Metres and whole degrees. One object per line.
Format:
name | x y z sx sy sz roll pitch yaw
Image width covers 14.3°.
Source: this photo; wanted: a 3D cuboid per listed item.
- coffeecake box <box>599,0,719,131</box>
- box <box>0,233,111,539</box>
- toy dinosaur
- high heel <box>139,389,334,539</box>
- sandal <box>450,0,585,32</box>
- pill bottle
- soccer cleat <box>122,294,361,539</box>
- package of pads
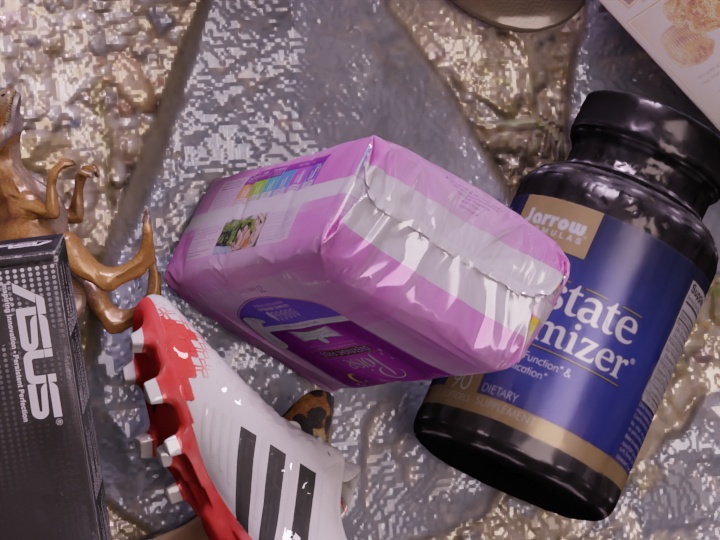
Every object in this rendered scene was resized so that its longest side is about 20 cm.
coffeecake box | 0.210 -0.154 1.491 0.200 0.073 0.154 45 45 -12
box | -0.215 0.094 1.316 0.192 0.048 0.201 -6 103 3
toy dinosaur | -0.150 0.013 1.400 0.106 0.060 0.201 -6 80 -2
high heel | -0.104 0.123 1.395 0.142 0.071 0.201 31 83 -18
sandal | 0.055 -0.188 1.441 0.080 0.054 0.200 -24 131 10
pill bottle | 0.114 0.016 1.459 0.111 0.112 0.201 28 78 -17
soccer cleat | -0.047 0.093 1.361 0.085 0.069 0.201 -19 63 -21
package of pads | 0.000 0.000 1.372 0.120 0.200 0.076 33 72 -19
